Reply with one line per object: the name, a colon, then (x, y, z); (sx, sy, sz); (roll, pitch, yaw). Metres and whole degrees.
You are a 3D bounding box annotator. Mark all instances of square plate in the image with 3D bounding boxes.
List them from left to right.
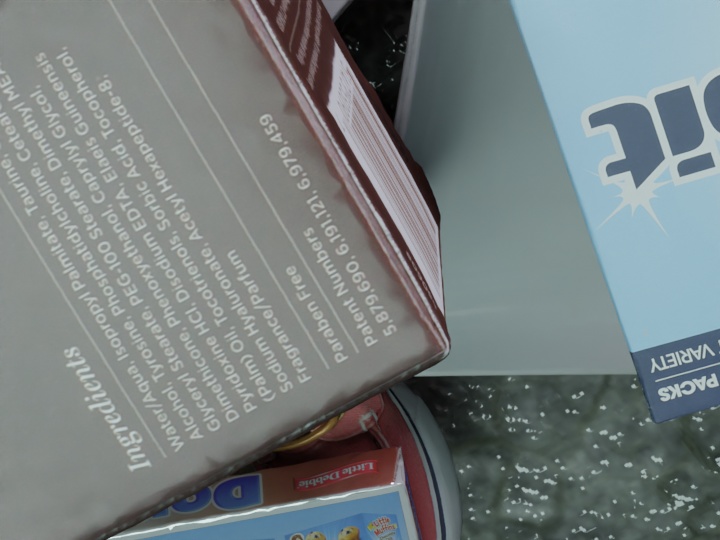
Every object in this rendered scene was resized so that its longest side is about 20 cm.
square plate: (0.101, -0.049, 1.048); (0.199, 0.028, 0.199); (0, 122, -17)

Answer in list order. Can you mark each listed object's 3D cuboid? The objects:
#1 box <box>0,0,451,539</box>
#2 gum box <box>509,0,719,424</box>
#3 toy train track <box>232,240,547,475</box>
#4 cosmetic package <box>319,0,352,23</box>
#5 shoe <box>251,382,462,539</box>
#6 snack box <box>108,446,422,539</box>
box: (-0.094, -0.018, 0.932); (0.200, 0.166, 0.164); (-28, 104, 7)
gum box: (0.147, -0.065, 0.962); (0.169, 0.045, 0.200); (-17, 111, 11)
toy train track: (0.000, 0.000, 1.125); (0.115, 0.033, 0.200); (34, 112, 6)
cosmetic package: (0.003, -0.182, 0.995); (0.113, 0.081, 0.200); (38, 122, -3)
shoe: (-0.037, 0.043, 1.082); (0.071, 0.091, 0.200); (-28, 96, 23)
snack box: (-0.076, 0.115, 1.076); (0.199, 0.024, 0.072); (-11, 126, 3)
